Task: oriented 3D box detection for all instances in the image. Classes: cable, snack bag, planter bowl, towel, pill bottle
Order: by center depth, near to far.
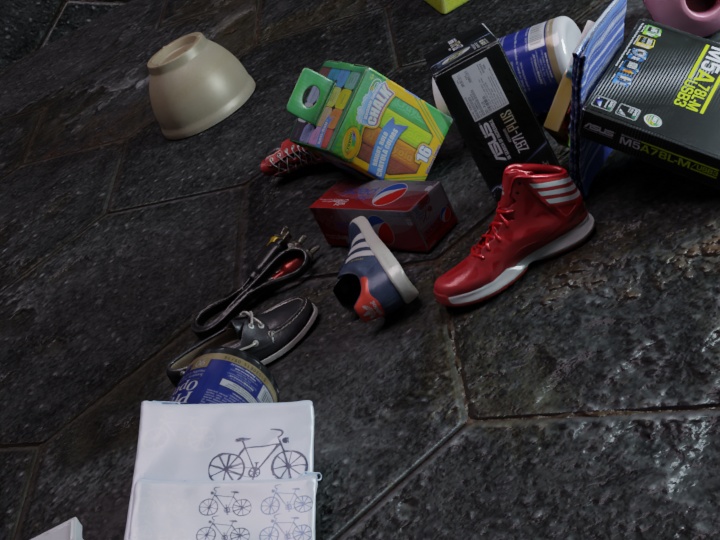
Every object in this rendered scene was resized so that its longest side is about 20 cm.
[{"bbox_3d":[-0.131,0.207,1.266,0.186,0.022,0.201,-1,52,3],"label":"snack bag"},{"bbox_3d":[-0.166,0.184,1.380,0.111,0.112,0.201,-14,30,28],"label":"pill bottle"},{"bbox_3d":[0.277,-0.199,1.507,0.024,0.201,0.145,17,46,24],"label":"towel"},{"bbox_3d":[-0.132,0.026,1.722,0.097,0.050,0.200,28,73,40],"label":"cable"},{"bbox_3d":[0.203,-0.257,1.759,0.198,0.116,0.116,-15,30,28],"label":"pill bottle"},{"bbox_3d":[-0.313,-0.355,2.428,0.199,0.135,0.201,-23,28,13],"label":"planter bowl"}]

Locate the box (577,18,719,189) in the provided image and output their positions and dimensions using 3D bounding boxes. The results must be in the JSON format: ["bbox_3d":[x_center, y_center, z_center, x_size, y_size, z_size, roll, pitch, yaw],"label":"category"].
[{"bbox_3d":[0.365,-0.186,1.450,0.192,0.048,0.200,22,49,19],"label":"box"}]

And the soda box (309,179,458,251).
[{"bbox_3d":[0.027,-0.072,1.677,0.199,0.064,0.070,5,41,50],"label":"soda box"}]

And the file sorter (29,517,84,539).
[{"bbox_3d":[-0.292,0.357,1.195,0.138,0.125,0.200,-27,27,3],"label":"file sorter"}]

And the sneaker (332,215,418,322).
[{"bbox_3d":[0.000,0.000,1.573,0.084,0.075,0.200,-35,23,1],"label":"sneaker"}]

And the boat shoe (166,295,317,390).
[{"bbox_3d":[-0.144,0.086,1.583,0.199,0.061,0.074,-34,26,-6],"label":"boat shoe"}]

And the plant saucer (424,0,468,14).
[{"bbox_3d":[0.196,-0.548,2.340,0.199,0.048,0.200,-30,27,-1],"label":"plant saucer"}]

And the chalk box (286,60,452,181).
[{"bbox_3d":[-0.003,-0.197,1.735,0.124,0.199,0.126,24,89,58],"label":"chalk box"}]

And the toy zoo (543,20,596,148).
[{"bbox_3d":[0.257,-0.219,1.550,0.132,0.020,0.200,-67,-13,5],"label":"toy zoo"}]

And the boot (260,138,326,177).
[{"bbox_3d":[-0.080,-0.170,1.951,0.143,0.073,0.200,-30,19,2],"label":"boot"}]

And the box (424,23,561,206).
[{"bbox_3d":[0.159,-0.174,1.538,0.086,0.201,0.164,-27,16,8],"label":"box"}]

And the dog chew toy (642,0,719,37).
[{"bbox_3d":[0.430,-0.381,1.749,0.124,0.125,0.200,-27,19,6],"label":"dog chew toy"}]

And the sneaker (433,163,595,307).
[{"bbox_3d":[0.153,-0.051,1.455,0.199,0.116,0.078,-31,26,-4],"label":"sneaker"}]
